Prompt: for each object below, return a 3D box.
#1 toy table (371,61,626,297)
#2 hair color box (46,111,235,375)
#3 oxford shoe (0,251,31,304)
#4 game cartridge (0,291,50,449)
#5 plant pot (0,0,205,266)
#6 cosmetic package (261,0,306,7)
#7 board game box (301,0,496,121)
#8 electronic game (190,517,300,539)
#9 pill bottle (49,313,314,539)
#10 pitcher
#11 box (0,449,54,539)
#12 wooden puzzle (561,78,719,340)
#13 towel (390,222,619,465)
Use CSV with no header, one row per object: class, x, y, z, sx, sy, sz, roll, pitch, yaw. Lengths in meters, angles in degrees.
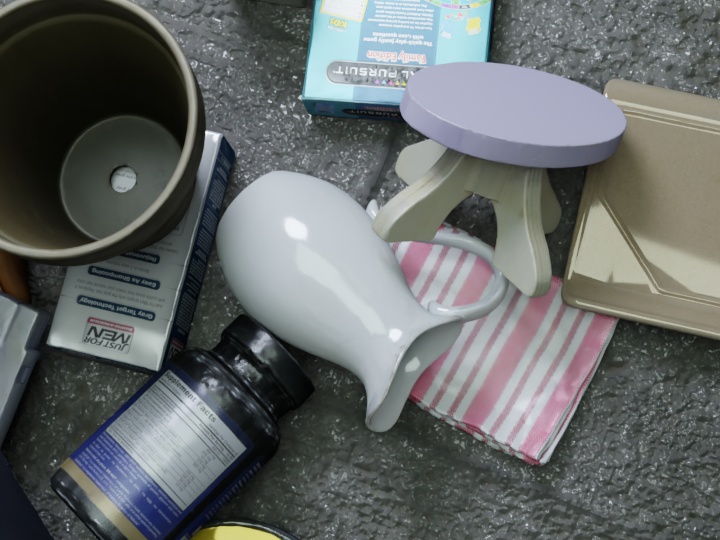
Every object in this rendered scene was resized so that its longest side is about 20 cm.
toy table,0.103,-0.077,1.244,0.184,0.199,0.118,56,134,48
hair color box,-0.177,-0.020,1.334,0.099,0.061,0.201,13,80,9
oxford shoe,-0.291,-0.058,1.354,0.071,0.071,0.201,-10,79,-6
game cartridge,-0.338,0.104,1.301,0.129,0.038,0.201,22,89,7
plant pot,-0.202,-0.088,1.231,0.198,0.174,0.201,-1,78,7
cosmetic package,-0.081,-0.298,1.308,0.073,0.200,0.104,11,81,9
board game box,0.038,-0.226,1.357,0.150,0.047,0.201,5,79,7
electronic game,-0.103,0.294,1.272,0.198,0.042,0.201,-1,78,6
pill bottle,-0.134,0.133,1.265,0.112,0.112,0.200,43,77,13
pitcher,0.000,0.000,1.272,0.171,0.121,0.200,-40,69,-18
box,-0.320,0.269,1.231,0.199,0.104,0.183,-30,95,10
wooden puzzle,0.267,-0.044,1.299,0.184,0.037,0.201,12,75,7
towel,0.091,0.050,1.304,0.199,0.030,0.147,27,82,12
